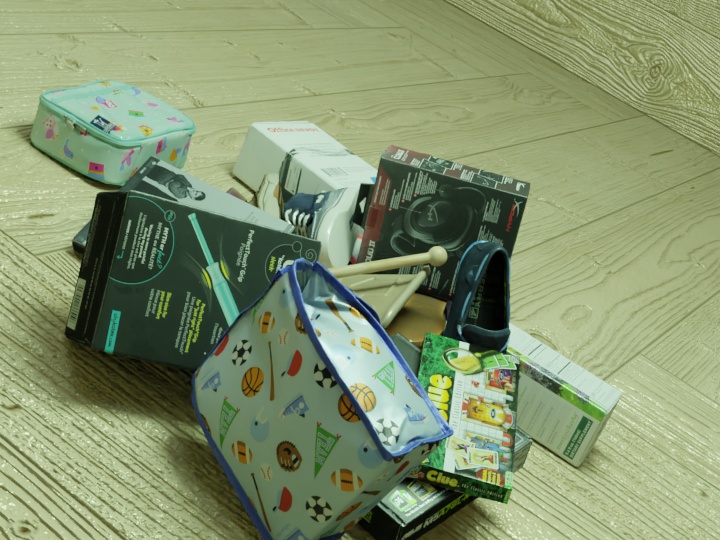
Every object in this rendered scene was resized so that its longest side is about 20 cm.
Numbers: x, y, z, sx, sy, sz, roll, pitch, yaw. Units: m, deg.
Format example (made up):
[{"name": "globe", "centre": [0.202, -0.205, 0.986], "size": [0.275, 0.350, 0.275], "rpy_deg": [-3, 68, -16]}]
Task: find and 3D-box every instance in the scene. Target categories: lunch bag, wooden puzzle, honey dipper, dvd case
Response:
[{"name": "lunch bag", "centre": [-0.320, -0.183, 1.650], "size": [0.159, 0.078, 0.200], "rpy_deg": [32, 24, 16]}, {"name": "wooden puzzle", "centre": [-0.034, 0.046, 1.408], "size": [0.198, 0.047, 0.185], "rpy_deg": [-5, 15, 19]}, {"name": "honey dipper", "centre": [0.000, 0.000, 1.409], "size": [0.197, 0.038, 0.038], "rpy_deg": [-8, 32, -12]}, {"name": "dvd case", "centre": [-0.193, -0.035, 1.410], "size": [0.198, 0.025, 0.151], "rpy_deg": [27, 55, 17]}, {"name": "lunch bag", "centre": [-0.045, 0.115, 1.108], "size": [0.201, 0.170, 0.123], "rpy_deg": [53, 29, 18]}]

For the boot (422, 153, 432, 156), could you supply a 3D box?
[{"name": "boot", "centre": [0.093, -0.040, 1.754], "size": [0.073, 0.201, 0.156], "rpy_deg": [-7, 47, 26]}]

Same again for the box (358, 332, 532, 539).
[{"name": "box", "centre": [0.034, 0.159, 1.244], "size": [0.199, 0.048, 0.193], "rpy_deg": [-23, 51, -41]}]

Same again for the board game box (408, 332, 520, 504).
[{"name": "board game box", "centre": [0.100, 0.138, 1.241], "size": [0.103, 0.024, 0.201], "rpy_deg": [12, 34, 1]}]

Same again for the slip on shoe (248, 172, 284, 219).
[{"name": "slip on shoe", "centre": [-0.126, -0.069, 1.628], "size": [0.060, 0.077, 0.200], "rpy_deg": [-10, 25, 1]}]

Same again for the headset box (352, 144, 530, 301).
[{"name": "headset box", "centre": [0.088, -0.053, 1.531], "size": [0.198, 0.151, 0.077], "rpy_deg": [15, 19, 7]}]

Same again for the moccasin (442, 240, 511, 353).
[{"name": "moccasin", "centre": [0.127, 0.067, 1.417], "size": [0.079, 0.203, 0.068], "rpy_deg": [2, -2, -16]}]

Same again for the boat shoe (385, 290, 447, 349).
[{"name": "boat shoe", "centre": [0.064, 0.074, 1.492], "size": [0.070, 0.071, 0.200], "rpy_deg": [18, 19, 10]}]

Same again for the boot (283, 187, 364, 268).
[{"name": "boot", "centre": [-0.055, -0.049, 1.557], "size": [0.089, 0.074, 0.200], "rpy_deg": [-2, 17, 12]}]

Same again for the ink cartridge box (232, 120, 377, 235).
[{"name": "ink cartridge box", "centre": [-0.056, -0.121, 1.776], "size": [0.199, 0.085, 0.144], "rpy_deg": [38, 25, 27]}]

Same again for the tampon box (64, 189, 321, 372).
[{"name": "tampon box", "centre": [-0.162, 0.019, 1.235], "size": [0.198, 0.152, 0.126], "rpy_deg": [15, -3, -25]}]

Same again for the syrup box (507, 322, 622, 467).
[{"name": "syrup box", "centre": [0.194, 0.132, 1.492], "size": [0.199, 0.079, 0.081], "rpy_deg": [32, 24, 16]}]

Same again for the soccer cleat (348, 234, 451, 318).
[{"name": "soccer cleat", "centre": [0.030, 0.015, 1.615], "size": [0.199, 0.067, 0.076], "rpy_deg": [33, 46, 12]}]

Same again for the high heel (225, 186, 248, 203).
[{"name": "high heel", "centre": [-0.136, -0.017, 1.482], "size": [0.200, 0.096, 0.068], "rpy_deg": [41, -16, 46]}]
